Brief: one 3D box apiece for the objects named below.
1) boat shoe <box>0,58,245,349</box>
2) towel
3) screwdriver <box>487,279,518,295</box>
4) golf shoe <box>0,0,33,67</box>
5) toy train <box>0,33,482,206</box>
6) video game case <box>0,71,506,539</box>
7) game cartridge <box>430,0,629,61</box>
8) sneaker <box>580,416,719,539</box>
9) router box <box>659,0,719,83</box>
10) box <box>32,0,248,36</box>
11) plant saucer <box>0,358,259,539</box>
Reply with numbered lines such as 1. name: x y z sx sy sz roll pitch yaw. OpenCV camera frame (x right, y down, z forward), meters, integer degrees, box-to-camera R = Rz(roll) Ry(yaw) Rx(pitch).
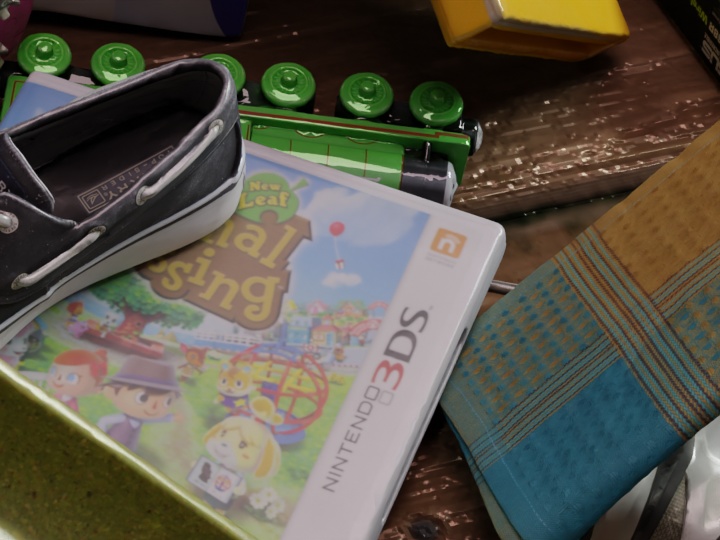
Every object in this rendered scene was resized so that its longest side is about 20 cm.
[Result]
1. boat shoe: -0.128 -0.017 1.073 0.200 0.068 0.072 -26 59 -20
2. towel: 0.116 0.009 1.060 0.200 0.022 0.147 -40 27 8
3. screwdriver: 0.000 0.000 1.164 0.199 0.029 0.028 14 44 -1
4. golf shoe: -0.214 -0.102 1.133 0.200 0.075 0.091 -13 46 -46
5. toy train: -0.050 -0.055 1.199 0.199 0.042 0.057 7 54 -2
6. video game case: -0.069 0.024 1.102 0.199 0.022 0.182 18 56 11
7. game cartridge: 0.039 -0.184 1.215 0.201 0.032 0.176 68 20 7
8. sneaker: 0.155 0.048 1.116 0.115 0.076 0.201 23 53 2
9. router box: 0.195 -0.166 1.334 0.149 0.062 0.200 -12 48 -20
10. box: -0.085 -0.235 1.271 0.104 0.184 0.200 6 44 -7
11. plant saucer: -0.090 0.148 0.927 0.200 0.048 0.200 37 39 -23
